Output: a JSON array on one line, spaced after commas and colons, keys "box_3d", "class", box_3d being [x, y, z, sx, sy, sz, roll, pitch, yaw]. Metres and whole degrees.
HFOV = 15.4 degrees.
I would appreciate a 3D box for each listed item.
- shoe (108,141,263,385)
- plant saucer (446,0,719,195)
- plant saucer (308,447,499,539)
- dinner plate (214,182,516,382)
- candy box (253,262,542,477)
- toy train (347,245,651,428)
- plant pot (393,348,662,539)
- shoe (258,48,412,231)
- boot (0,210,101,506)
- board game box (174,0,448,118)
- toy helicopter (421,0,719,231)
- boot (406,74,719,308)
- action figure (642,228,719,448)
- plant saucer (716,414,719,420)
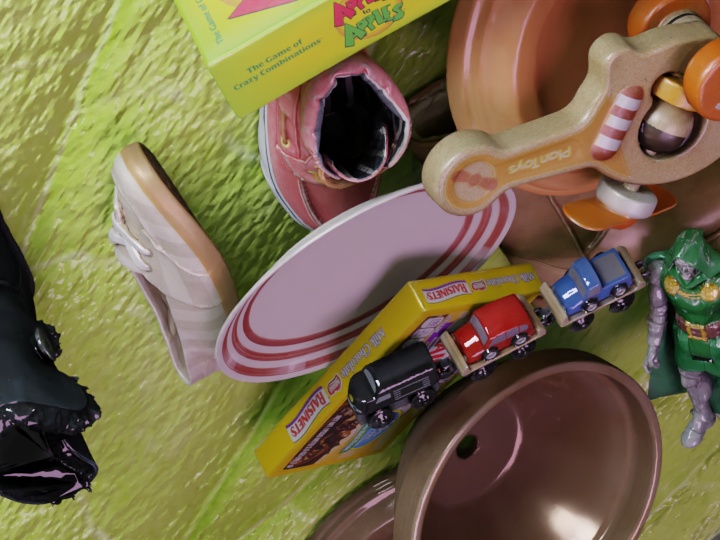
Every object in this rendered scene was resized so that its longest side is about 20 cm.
[{"box_3d": [-0.108, 0.002, 1.528, 0.053, 0.070, 0.200, -33, 143, -6], "class": "shoe"}, {"box_3d": [0.137, -0.132, 1.495, 0.200, 0.037, 0.201, -18, 123, -30], "class": "plant saucer"}, {"box_3d": [0.050, 0.202, 1.864, 0.199, 0.030, 0.200, -16, 140, -14], "class": "plant saucer"}, {"box_3d": [0.000, 0.000, 1.549, 0.200, 0.024, 0.200, -28, 160, -11], "class": "dinner plate"}, {"box_3d": [0.022, 0.063, 1.653, 0.102, 0.026, 0.200, -12, 154, -41], "class": "candy box"}, {"box_3d": [0.082, 0.036, 1.586, 0.200, 0.034, 0.046, -26, 147, -6], "class": "toy train"}, {"box_3d": [0.093, 0.133, 1.742, 0.200, 0.093, 0.201, -16, 121, -28], "class": "plant pot"}, {"box_3d": [-0.014, -0.069, 1.489, 0.071, 0.091, 0.200, -20, 140, -9], "class": "shoe"}, {"box_3d": [-0.207, 0.019, 1.415, 0.076, 0.168, 0.200, -27, 140, 0], "class": "boot"}, {"box_3d": [-0.001, -0.172, 1.379, 0.200, 0.102, 0.048, -29, 141, 1], "class": "board game box"}, {"box_3d": [0.125, -0.068, 1.460, 0.199, 0.079, 0.133, -18, 132, -18], "class": "toy helicopter"}, {"box_3d": [0.138, -0.065, 1.598, 0.175, 0.066, 0.200, -30, 139, 6], "class": "boot"}, {"box_3d": [0.216, 0.042, 1.657, 0.118, 0.055, 0.200, 7, 143, 23], "class": "action figure"}, {"box_3d": [0.337, 0.057, 1.854, 0.199, 0.050, 0.200, -16, 139, -15], "class": "plant saucer"}]
